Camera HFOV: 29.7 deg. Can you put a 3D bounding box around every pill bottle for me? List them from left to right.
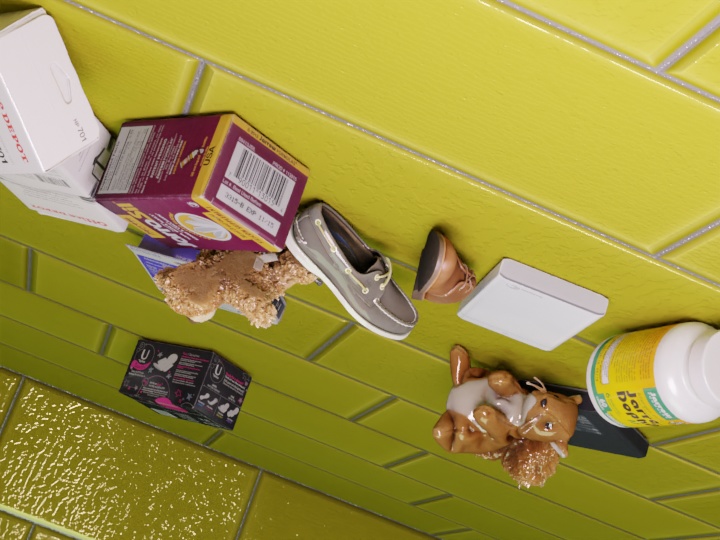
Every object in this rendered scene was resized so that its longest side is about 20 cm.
[{"bbox_3d":[0.354,0.118,1.532,0.112,0.114,0.200,26,161,-20],"label":"pill bottle"}]

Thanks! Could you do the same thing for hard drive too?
[{"bbox_3d":[0.201,0.045,1.624,0.131,0.027,0.200,21,162,-4],"label":"hard drive"},{"bbox_3d":[0.326,0.221,1.997,0.139,0.033,0.200,7,158,36],"label":"hard drive"}]

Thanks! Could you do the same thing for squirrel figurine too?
[{"bbox_3d":[0.222,0.212,1.901,0.185,0.142,0.200,0,143,27],"label":"squirrel figurine"}]

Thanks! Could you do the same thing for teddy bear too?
[{"bbox_3d":[-0.140,0.010,1.573,0.145,0.200,0.067,34,134,14],"label":"teddy bear"}]

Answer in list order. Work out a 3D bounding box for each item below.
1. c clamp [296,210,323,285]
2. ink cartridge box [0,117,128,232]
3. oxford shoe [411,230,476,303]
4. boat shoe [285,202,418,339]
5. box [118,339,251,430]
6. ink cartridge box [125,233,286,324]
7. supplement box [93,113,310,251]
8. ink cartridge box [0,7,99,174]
[{"bbox_3d":[-0.094,-0.047,1.685,0.170,0.027,0.200,29,163,-9],"label":"c clamp"},{"bbox_3d":[-0.363,-0.134,1.609,0.145,0.085,0.200,14,162,19],"label":"ink cartridge box"},{"bbox_3d":[0.100,0.000,1.545,0.071,0.072,0.200,14,173,3],"label":"oxford shoe"},{"bbox_3d":[-0.001,0.002,1.587,0.202,0.072,0.060,43,126,-16],"label":"boat shoe"},{"bbox_3d":[-0.328,0.213,2.553,0.199,0.116,0.132,8,160,37],"label":"box"},{"bbox_3d":[-0.216,0.006,1.933,0.197,0.044,0.200,16,164,11],"label":"ink cartridge box"},{"bbox_3d":[-0.177,-0.094,1.495,0.199,0.104,0.131,2,157,45],"label":"supplement box"},{"bbox_3d":[-0.381,-0.180,1.397,0.199,0.086,0.147,4,123,43],"label":"ink cartridge box"}]
